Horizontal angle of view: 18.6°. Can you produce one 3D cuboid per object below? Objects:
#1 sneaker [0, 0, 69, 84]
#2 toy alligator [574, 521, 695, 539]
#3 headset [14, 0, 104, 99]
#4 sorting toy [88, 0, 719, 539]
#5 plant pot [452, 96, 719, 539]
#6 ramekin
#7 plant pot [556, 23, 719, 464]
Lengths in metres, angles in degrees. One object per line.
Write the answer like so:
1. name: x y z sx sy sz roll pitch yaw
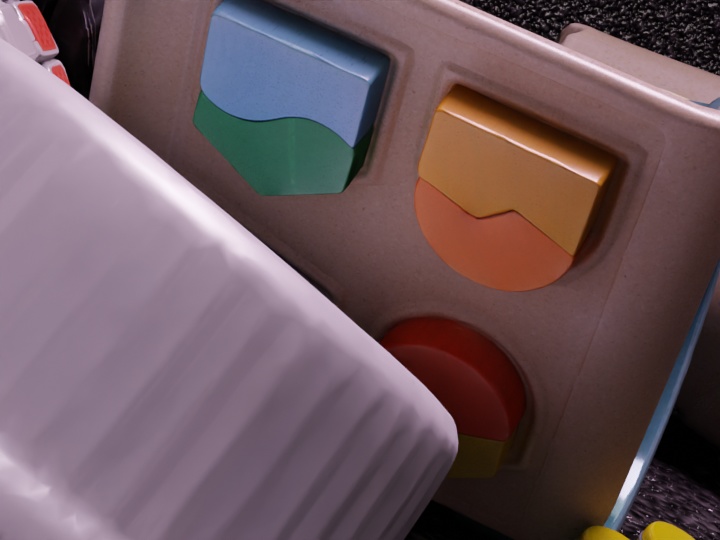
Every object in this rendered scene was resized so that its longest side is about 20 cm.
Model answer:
1. sneaker: -0.164 -0.084 0.756 0.201 0.082 0.077 64 18 9
2. toy alligator: 0.106 0.126 0.756 0.200 0.059 0.054 6 35 -53
3. headset: -0.076 -0.096 0.781 0.123 0.201 0.094 3 3 23
4. sorting toy: 0.004 -0.006 0.683 0.199 0.186 0.037 22 41 7
5. plant pot: 0.028 -0.003 0.867 0.195 0.201 0.200 20 11 17
6. ramekin: -0.068 0.026 0.601 0.200 0.098 0.200 39 -3 3
7. plant pot: 0.156 -0.027 1.120 0.183 0.201 0.200 27 13 0
